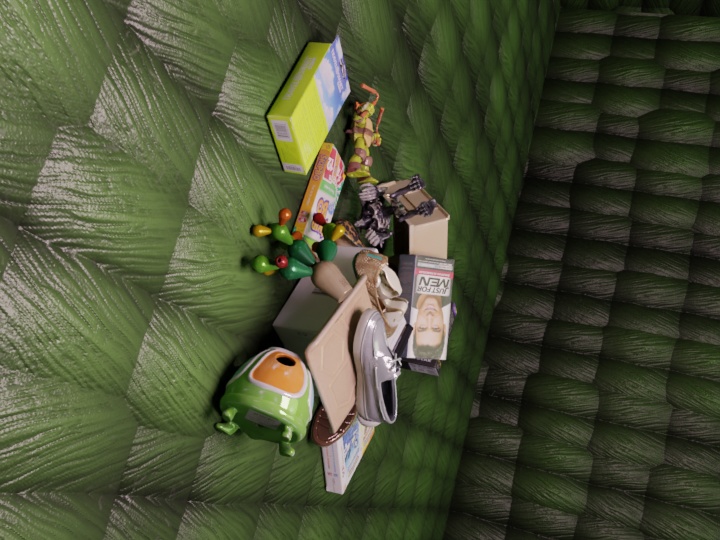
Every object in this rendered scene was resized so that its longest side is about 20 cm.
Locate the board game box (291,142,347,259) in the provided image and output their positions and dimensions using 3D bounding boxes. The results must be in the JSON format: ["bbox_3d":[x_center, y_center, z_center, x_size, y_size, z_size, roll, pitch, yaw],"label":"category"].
[{"bbox_3d":[-0.073,-0.114,1.373,0.096,0.030,0.200,58,48,-63],"label":"board game box"}]

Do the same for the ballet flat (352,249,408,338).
[{"bbox_3d":[0.043,0.048,1.327,0.071,0.065,0.200,-62,144,-34],"label":"ballet flat"}]

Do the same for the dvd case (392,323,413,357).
[{"bbox_3d":[0.017,0.187,1.514,0.200,0.018,0.143,-34,-158,51],"label":"dvd case"}]

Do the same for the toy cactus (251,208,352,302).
[{"bbox_3d":[-0.074,-0.024,1.211,0.102,0.165,0.200,-53,166,27],"label":"toy cactus"}]

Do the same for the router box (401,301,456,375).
[{"bbox_3d":[0.093,0.130,1.703,0.052,0.199,0.158,65,39,-57],"label":"router box"}]

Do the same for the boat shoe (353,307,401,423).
[{"bbox_3d":[0.035,0.157,1.266,0.070,0.071,0.201,-35,129,-54],"label":"boat shoe"}]

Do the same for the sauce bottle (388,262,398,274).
[{"bbox_3d":[0.025,0.073,1.601,0.066,0.066,0.200,75,31,-51],"label":"sauce bottle"}]

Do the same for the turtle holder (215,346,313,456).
[{"bbox_3d":[-0.131,0.201,1.194,0.186,0.141,0.132,68,36,-54],"label":"turtle holder"}]

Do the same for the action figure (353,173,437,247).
[{"bbox_3d":[0.040,-0.111,1.463,0.102,0.200,0.119,-12,82,-46],"label":"action figure"}]

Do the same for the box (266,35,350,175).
[{"bbox_3d":[-0.078,-0.266,1.242,0.122,0.048,0.200,76,30,-51],"label":"box"}]

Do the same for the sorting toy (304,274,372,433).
[{"bbox_3d":[-0.026,0.133,1.261,0.185,0.036,0.200,-52,143,-42],"label":"sorting toy"}]

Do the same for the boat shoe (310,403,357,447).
[{"bbox_3d":[-0.040,0.281,1.605,0.202,0.075,0.075,-55,174,-32],"label":"boat shoe"}]

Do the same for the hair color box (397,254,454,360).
[{"bbox_3d":[0.123,0.073,1.547,0.099,0.061,0.201,7,88,-32],"label":"hair color box"}]

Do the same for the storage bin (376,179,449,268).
[{"bbox_3d":[0.106,-0.066,1.672,0.199,0.093,0.200,-126,-153,-51],"label":"storage bin"}]

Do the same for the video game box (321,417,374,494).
[{"bbox_3d":[-0.026,0.354,1.718,0.200,0.047,0.183,-56,152,-49],"label":"video game box"}]

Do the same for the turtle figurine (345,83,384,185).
[{"bbox_3d":[0.003,-0.249,1.448,0.200,0.064,0.162,62,31,-77],"label":"turtle figurine"}]

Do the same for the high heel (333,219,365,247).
[{"bbox_3d":[0.000,0.000,1.473,0.200,0.071,0.143,64,11,10],"label":"high heel"}]

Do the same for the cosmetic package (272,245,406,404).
[{"bbox_3d":[-0.031,0.095,1.393,0.200,0.123,0.200,-60,141,-36],"label":"cosmetic package"}]

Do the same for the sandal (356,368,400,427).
[{"bbox_3d":[0.034,0.257,1.682,0.203,0.082,0.050,-66,156,-43],"label":"sandal"}]
